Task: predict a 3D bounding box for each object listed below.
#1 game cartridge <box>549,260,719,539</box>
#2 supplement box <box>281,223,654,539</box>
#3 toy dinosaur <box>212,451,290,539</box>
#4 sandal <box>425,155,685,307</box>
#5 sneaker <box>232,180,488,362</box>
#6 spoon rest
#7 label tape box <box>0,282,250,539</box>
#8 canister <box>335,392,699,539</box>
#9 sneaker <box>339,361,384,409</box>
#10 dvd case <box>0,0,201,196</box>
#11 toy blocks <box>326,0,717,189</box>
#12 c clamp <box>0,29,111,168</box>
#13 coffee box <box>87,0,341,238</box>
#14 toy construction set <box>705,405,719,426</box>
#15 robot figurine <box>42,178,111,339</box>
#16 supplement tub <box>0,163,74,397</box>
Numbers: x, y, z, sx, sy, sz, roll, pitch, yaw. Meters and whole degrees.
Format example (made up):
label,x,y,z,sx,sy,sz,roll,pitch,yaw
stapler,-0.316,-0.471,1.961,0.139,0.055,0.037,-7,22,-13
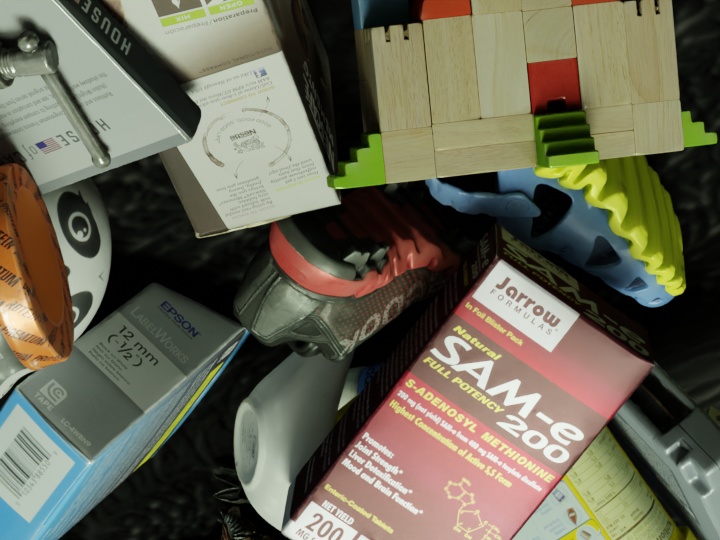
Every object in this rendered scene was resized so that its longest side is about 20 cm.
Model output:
label,x,y,z,sx,sy,sz,roll,pitch,yaw
game cartridge,0.170,0.089,1.185,0.042,0.200,0.133,-40,137,-1
supplement box,0.057,0.087,1.088,0.109,0.061,0.200,34,106,-9
toy dinosaur,-0.050,0.195,1.345,0.200,0.102,0.136,-20,143,14
sandal,0.109,-0.042,1.118,0.087,0.080,0.200,-31,125,29
sneaker,0.000,0.000,1.094,0.098,0.071,0.200,-51,160,26
spoon rest,-0.034,0.058,1.164,0.061,0.099,0.200,0,110,-20
label tape box,-0.150,0.082,1.176,0.066,0.200,0.143,42,130,3
canister,0.091,0.134,1.175,0.148,0.087,0.200,-34,91,16
sneaker,0.069,0.125,1.292,0.111,0.077,0.200,-13,133,21
dvd case,-0.189,-0.110,0.900,0.150,0.025,0.200,-15,133,36
toy blocks,0.074,-0.119,0.979,0.200,0.100,0.137,-7,96,-8
c clamp,-0.230,-0.098,0.879,0.200,0.027,0.171,-2,136,14
coffee box,-0.074,-0.126,0.962,0.080,0.113,0.200,-13,138,7
toy construction set,0.283,0.040,1.177,0.092,0.131,0.200,31,109,-34
robot figurine,-0.232,-0.014,1.055,0.200,0.125,0.150,8,143,-16
supplement tub,-0.243,0.020,0.931,0.200,0.123,0.123,-14,139,5
